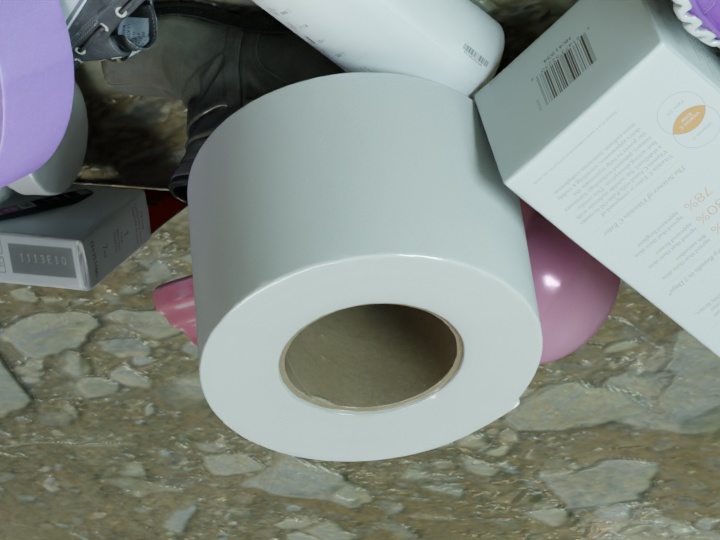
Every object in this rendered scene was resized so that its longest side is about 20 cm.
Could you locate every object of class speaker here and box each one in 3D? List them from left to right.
[{"bbox_3d":[-0.012,-0.167,1.514,0.200,0.081,0.081,35,149,-28],"label":"speaker"}]

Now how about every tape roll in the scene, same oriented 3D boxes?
[{"bbox_3d":[-0.273,-0.140,1.628,0.200,0.066,0.201,20,123,33],"label":"tape roll"},{"bbox_3d":[0.000,0.000,1.528,0.202,0.140,0.203,-5,142,-4],"label":"tape roll"}]

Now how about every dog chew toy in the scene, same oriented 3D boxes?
[{"bbox_3d":[0.074,-0.028,1.684,0.200,0.125,0.124,39,147,-19],"label":"dog chew toy"}]

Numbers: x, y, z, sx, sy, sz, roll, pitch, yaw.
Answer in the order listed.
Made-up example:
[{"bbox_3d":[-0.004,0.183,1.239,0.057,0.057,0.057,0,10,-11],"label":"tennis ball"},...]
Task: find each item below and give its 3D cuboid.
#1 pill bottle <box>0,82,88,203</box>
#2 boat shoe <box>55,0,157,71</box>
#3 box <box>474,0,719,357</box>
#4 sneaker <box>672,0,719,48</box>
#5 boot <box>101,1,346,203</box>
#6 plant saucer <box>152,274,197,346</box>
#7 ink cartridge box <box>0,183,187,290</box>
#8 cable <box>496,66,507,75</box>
[{"bbox_3d":[-0.292,-0.100,1.776,0.199,0.113,0.113,5,150,24],"label":"pill bottle"},{"bbox_3d":[-0.155,-0.163,1.622,0.066,0.070,0.200,36,143,-4],"label":"boat shoe"},{"bbox_3d":[0.183,-0.063,1.512,0.124,0.098,0.200,-42,122,19],"label":"box"},{"bbox_3d":[0.235,-0.147,1.410,0.088,0.081,0.200,-13,145,35],"label":"sneaker"},{"bbox_3d":[-0.099,-0.100,1.635,0.199,0.131,0.068,-1,147,33],"label":"boot"},{"bbox_3d":[-0.042,0.018,1.790,0.200,0.051,0.201,-10,177,-1],"label":"plant saucer"},{"bbox_3d":[-0.236,-0.045,1.831,0.199,0.174,0.044,5,117,25],"label":"ink cartridge box"},{"bbox_3d":[0.100,-0.101,1.597,0.199,0.050,0.097,15,150,3],"label":"cable"}]
